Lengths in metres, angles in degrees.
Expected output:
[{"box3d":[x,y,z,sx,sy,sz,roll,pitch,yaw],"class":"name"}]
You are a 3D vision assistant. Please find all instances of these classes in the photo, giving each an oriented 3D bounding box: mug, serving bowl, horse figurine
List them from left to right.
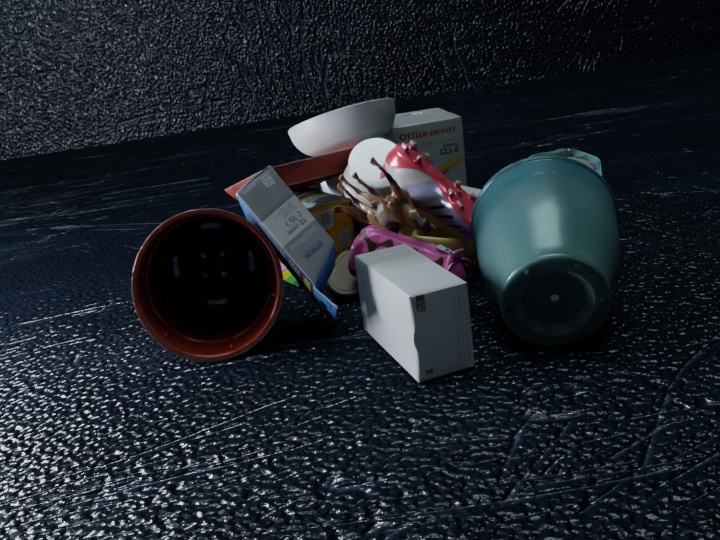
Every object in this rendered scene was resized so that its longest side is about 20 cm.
[{"box3d":[-0.026,-0.244,1.509,0.197,0.067,0.200,-16,3,1],"class":"serving bowl"},{"box3d":[0.029,-0.099,1.275,0.050,0.132,0.199,-53,14,-20],"class":"horse figurine"},{"box3d":[0.142,-0.060,1.361,0.150,0.151,0.188,5,50,9],"class":"mug"}]

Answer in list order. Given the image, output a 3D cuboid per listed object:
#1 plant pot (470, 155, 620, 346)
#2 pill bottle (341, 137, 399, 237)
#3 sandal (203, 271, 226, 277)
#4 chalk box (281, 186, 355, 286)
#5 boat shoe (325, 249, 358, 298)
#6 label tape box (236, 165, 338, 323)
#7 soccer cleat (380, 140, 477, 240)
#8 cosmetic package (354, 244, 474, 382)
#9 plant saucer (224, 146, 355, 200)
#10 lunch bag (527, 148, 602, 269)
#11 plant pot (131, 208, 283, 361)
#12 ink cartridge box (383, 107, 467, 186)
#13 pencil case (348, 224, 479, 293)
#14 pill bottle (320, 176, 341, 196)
[{"box3d":[0.239,-0.012,1.083,0.197,0.202,0.189,-4,34,10],"class":"plant pot"},{"box3d":[0.023,-0.128,1.446,0.112,0.116,0.201,-9,-25,-6],"class":"pill bottle"},{"box3d":[-0.268,0.017,1.390,0.075,0.049,0.199,8,25,39],"class":"sandal"},{"box3d":[-0.110,-0.065,1.457,0.123,0.126,0.199,-18,20,-27],"class":"chalk box"},{"box3d":[0.000,0.000,1.358,0.063,0.073,0.200,-48,-4,40],"class":"boat shoe"},{"box3d":[-0.078,-0.031,1.155,0.066,0.200,0.143,-41,-8,-8],"class":"label tape box"},{"box3d":[0.111,-0.108,1.274,0.200,0.077,0.066,46,35,13],"class":"soccer cleat"},{"box3d":[0.064,0.047,1.077,0.080,0.115,0.200,-13,21,-17],"class":"cosmetic package"},{"box3d":[-0.113,-0.163,1.486,0.198,0.037,0.199,-19,4,-30],"class":"plant saucer"},{"box3d":[0.301,-0.086,1.280,0.120,0.173,0.200,4,20,10],"class":"lunch bag"},{"box3d":[-0.211,0.006,1.208,0.197,0.204,0.195,-9,10,-6],"class":"plant pot"},{"box3d":[0.114,-0.199,1.639,0.143,0.203,0.145,-11,18,-12],"class":"ink cartridge box"},{"box3d":[0.070,-0.008,1.227,0.198,0.095,0.090,18,39,39],"class":"pencil case"},{"box3d":[-0.024,-0.181,1.688,0.114,0.118,0.200,-8,-2,-1],"class":"pill bottle"}]
